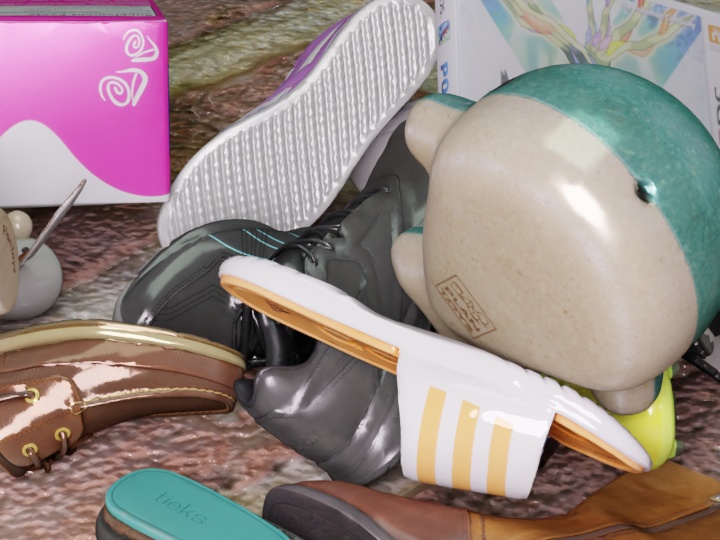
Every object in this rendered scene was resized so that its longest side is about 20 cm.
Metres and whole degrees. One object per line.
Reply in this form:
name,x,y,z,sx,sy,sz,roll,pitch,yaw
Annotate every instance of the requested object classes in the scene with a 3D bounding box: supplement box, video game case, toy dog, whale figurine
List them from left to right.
toy dog,-0.197,-0.025,0.913,0.131,0.097,0.200,0,-2,-12
supplement box,-0.165,-0.104,1.082,0.102,0.102,0.200,-1,14,-8
whale figurine,0.083,-0.015,0.794,0.104,0.200,0.159,-38,90,-22
video game case,0.129,-0.074,1.021,0.199,0.022,0.184,10,67,-29

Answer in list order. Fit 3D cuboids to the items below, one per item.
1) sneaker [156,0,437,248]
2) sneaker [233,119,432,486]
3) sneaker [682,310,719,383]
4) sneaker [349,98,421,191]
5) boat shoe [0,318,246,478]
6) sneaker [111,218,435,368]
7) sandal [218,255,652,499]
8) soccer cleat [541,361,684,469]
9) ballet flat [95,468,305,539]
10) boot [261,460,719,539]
sneaker,-0.037,-0.076,1.090,0.200,0.073,0.114,-42,12,-5
sneaker,0.000,0.000,0.900,0.090,0.076,0.201,31,54,-22
sneaker,0.163,-0.008,0.909,0.075,0.088,0.200,34,1,20
sneaker,0.072,-0.043,1.077,0.199,0.075,0.100,17,31,22
boat shoe,-0.152,0.063,0.881,0.198,0.072,0.068,-1,72,-2
sneaker,-0.031,0.014,0.966,0.199,0.076,0.079,-16,37,-30
sandal,0.023,0.058,0.805,0.205,0.060,0.079,22,-9,18
soccer cleat,0.092,0.051,0.895,0.083,0.065,0.200,-3,12,-12
ballet flat,-0.025,0.138,0.747,0.199,0.069,0.068,20,32,40
boot,0.081,0.109,0.824,0.187,0.069,0.199,10,21,37
